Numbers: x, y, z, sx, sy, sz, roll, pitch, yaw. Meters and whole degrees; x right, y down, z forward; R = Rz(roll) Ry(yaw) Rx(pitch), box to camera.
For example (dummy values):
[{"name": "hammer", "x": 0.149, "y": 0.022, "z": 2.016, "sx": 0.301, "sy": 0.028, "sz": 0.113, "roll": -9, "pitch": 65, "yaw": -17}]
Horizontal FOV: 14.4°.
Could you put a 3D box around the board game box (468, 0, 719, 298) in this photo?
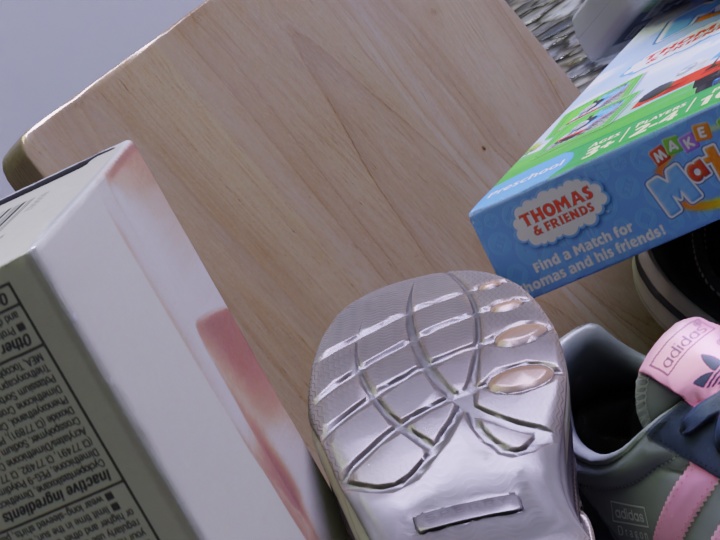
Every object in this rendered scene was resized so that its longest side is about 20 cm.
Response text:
[{"name": "board game box", "x": 0.133, "y": -0.065, "z": 0.882, "sx": 0.151, "sy": 0.037, "sz": 0.200, "roll": -24, "pitch": 10, "yaw": 29}]

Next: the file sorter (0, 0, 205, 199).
[{"name": "file sorter", "x": -0.107, "y": -0.050, "z": 1.238, "sx": 0.138, "sy": 0.201, "sz": 0.124, "roll": -4, "pitch": 4, "yaw": -16}]

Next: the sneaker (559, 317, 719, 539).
[{"name": "sneaker", "x": 0.110, "y": 0.053, "z": 0.750, "sx": 0.070, "sy": 0.082, "sz": 0.200, "roll": -35, "pitch": 15, "yaw": -27}]

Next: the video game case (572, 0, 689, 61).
[{"name": "video game case", "x": 0.174, "y": -0.131, "z": 0.986, "sx": 0.182, "sy": 0.023, "sz": 0.200, "roll": -22, "pitch": -5, "yaw": -7}]

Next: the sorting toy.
[{"name": "sorting toy", "x": 0.000, "y": 0.000, "z": 0.948, "sx": 0.199, "sy": 0.200, "sz": 0.070, "roll": -41, "pitch": 2, "yaw": -39}]

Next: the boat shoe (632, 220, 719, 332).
[{"name": "boat shoe", "x": 0.141, "y": -0.017, "z": 0.942, "sx": 0.062, "sy": 0.075, "sz": 0.200, "roll": -56, "pitch": -4, "yaw": 28}]

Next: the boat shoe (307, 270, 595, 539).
[{"name": "boat shoe", "x": 0.028, "y": 0.076, "z": 0.768, "sx": 0.074, "sy": 0.074, "sz": 0.200, "roll": -8, "pitch": 35, "yaw": 0}]

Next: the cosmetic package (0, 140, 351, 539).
[{"name": "cosmetic package", "x": -0.063, "y": 0.081, "z": 0.758, "sx": 0.103, "sy": 0.201, "sz": 0.087, "roll": -22, "pitch": 14, "yaw": 22}]
